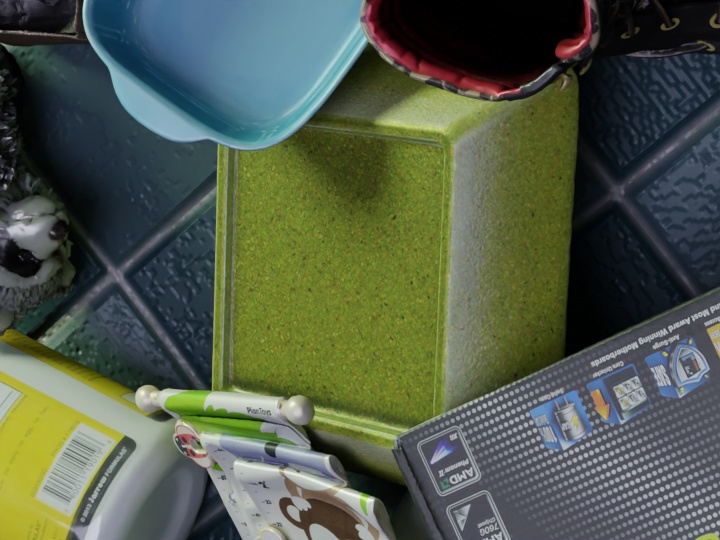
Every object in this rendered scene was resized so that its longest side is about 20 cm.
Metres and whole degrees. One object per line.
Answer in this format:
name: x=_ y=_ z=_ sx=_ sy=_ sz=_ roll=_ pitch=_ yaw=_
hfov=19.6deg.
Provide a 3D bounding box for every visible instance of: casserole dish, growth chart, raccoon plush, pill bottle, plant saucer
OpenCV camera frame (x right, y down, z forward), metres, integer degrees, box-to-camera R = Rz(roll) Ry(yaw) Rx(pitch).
casserole dish: x=-0.033 y=-0.143 z=0.907 sx=0.121 sy=0.039 sz=0.200 roll=35 pitch=91 yaw=9
growth chart: x=-0.018 y=0.135 z=0.963 sx=0.144 sy=0.018 sz=0.201 roll=-7 pitch=114 yaw=52
raccoon plush: x=-0.220 y=-0.047 z=1.073 sx=0.200 sy=0.096 sz=0.135 roll=21 pitch=133 yaw=51
pill bottle: x=-0.185 y=0.089 z=1.061 sx=0.199 sy=0.112 sz=0.113 roll=25 pitch=116 yaw=18
plant saucer: x=0.000 y=0.000 z=0.931 sx=0.199 sy=0.048 sz=0.201 roll=10 pitch=102 yaw=41

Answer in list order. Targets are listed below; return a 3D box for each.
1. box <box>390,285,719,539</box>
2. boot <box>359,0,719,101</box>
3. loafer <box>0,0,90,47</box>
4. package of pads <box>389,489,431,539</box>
box: x=0.139 y=0.114 z=0.826 sx=0.199 sy=0.047 sz=0.194 roll=-25 pitch=84 yaw=18
boot: x=0.109 y=-0.111 z=0.828 sx=0.199 sy=0.150 sz=0.074 roll=9 pitch=110 yaw=24
loafer: x=-0.109 y=-0.133 z=0.974 sx=0.199 sy=0.071 sz=0.073 roll=-8 pitch=102 yaw=26
package of pads: x=0.105 y=0.155 z=0.962 sx=0.200 sy=0.068 sz=0.155 roll=36 pitch=119 yaw=12
